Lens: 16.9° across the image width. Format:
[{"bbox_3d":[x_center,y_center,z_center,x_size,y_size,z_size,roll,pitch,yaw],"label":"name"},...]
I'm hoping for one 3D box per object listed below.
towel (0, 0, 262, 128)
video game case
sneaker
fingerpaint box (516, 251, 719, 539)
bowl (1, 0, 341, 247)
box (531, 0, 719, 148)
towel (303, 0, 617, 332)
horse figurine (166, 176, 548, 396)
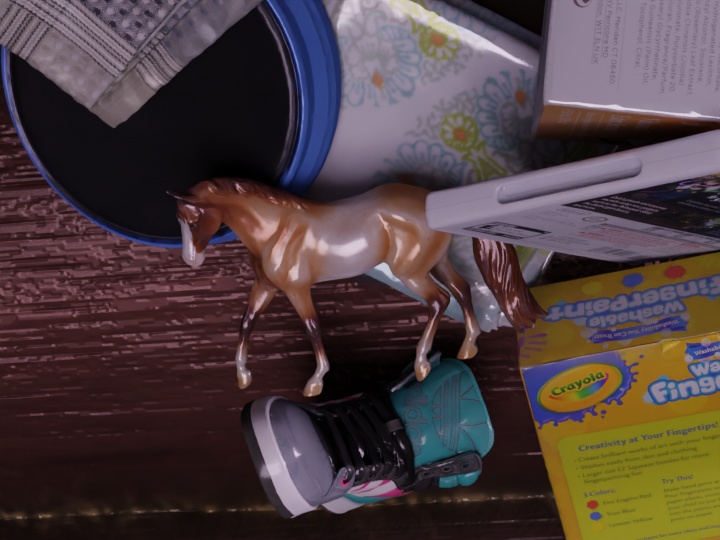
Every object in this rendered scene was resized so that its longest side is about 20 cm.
[{"bbox_3d":[-0.148,-0.176,1.244,0.200,0.035,0.192,35,128,-20],"label":"towel"},{"bbox_3d":[0.164,-0.036,1.273,0.181,0.200,0.023,-11,78,38],"label":"video game case"},{"bbox_3d":[0.013,0.095,1.396,0.120,0.200,0.084,-23,79,12],"label":"sneaker"},{"bbox_3d":[0.201,0.075,1.387,0.199,0.074,0.167,-12,128,9],"label":"fingerpaint box"},{"bbox_3d":[-0.109,-0.106,1.346,0.200,0.039,0.202,8,113,20],"label":"bowl"},{"bbox_3d":[0.192,-0.117,1.238,0.199,0.152,0.107,6,86,3],"label":"box"},{"bbox_3d":[0.037,-0.073,1.369,0.199,0.048,0.172,27,116,-6],"label":"towel"},{"bbox_3d":[0.000,0.000,1.332,0.199,0.050,0.133,-6,112,-1],"label":"horse figurine"}]
